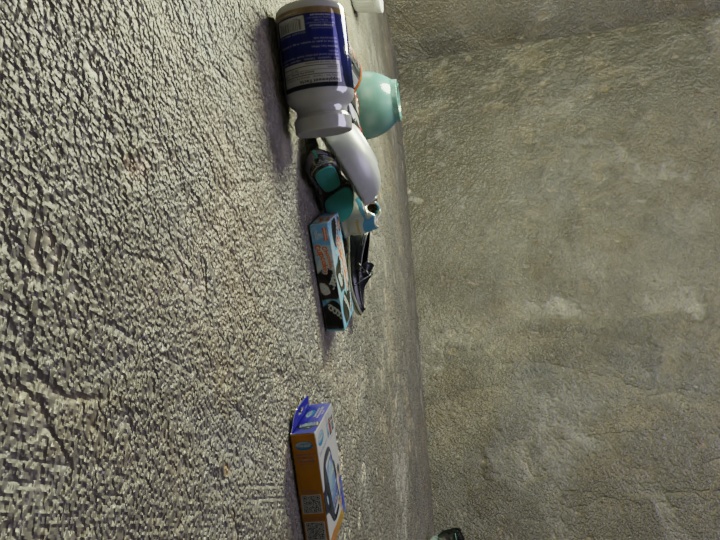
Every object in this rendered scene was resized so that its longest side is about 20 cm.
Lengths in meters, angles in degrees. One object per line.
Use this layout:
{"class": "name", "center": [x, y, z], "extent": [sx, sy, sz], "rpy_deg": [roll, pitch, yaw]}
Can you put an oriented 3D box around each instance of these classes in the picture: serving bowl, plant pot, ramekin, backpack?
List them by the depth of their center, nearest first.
{"class": "serving bowl", "center": [-0.017, -0.223, 1.180], "extent": [0.200, 0.066, 0.200], "rpy_deg": [57, 2, -3]}
{"class": "plant pot", "center": [0.048, -0.482, 1.801], "extent": [0.200, 0.134, 0.201], "rpy_deg": [-6, 90, -80]}
{"class": "ramekin", "center": [0.014, -0.937, 2.032], "extent": [0.202, 0.094, 0.203], "rpy_deg": [-7, 90, -81]}
{"class": "backpack", "center": [0.357, 1.163, 2.523], "extent": [0.176, 0.153, 0.200], "rpy_deg": [48, 27, -71]}

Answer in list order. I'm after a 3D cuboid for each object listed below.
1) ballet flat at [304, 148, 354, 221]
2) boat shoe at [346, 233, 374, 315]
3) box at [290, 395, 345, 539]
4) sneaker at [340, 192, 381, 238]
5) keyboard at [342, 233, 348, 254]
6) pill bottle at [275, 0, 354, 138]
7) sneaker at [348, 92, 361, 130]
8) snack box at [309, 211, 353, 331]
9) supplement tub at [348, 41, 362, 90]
{"class": "ballet flat", "center": [-0.057, -0.164, 1.165], "extent": [0.200, 0.072, 0.072], "rpy_deg": [67, 19, -65]}
{"class": "boat shoe", "center": [0.000, 0.000, 1.403], "extent": [0.075, 0.062, 0.200], "rpy_deg": [54, 32, -75]}
{"class": "box", "center": [-0.060, 0.286, 0.904], "extent": [0.119, 0.041, 0.200], "rpy_deg": [-46, 131, -78]}
{"class": "sneaker", "center": [0.003, -0.142, 1.336], "extent": [0.200, 0.081, 0.077], "rpy_deg": [-87, 164, -49]}
{"class": "keyboard", "center": [-0.051, -0.129, 1.312], "extent": [0.127, 0.021, 0.200], "rpy_deg": [-63, 146, -72]}
{"class": "pill bottle", "center": [-0.071, -0.324, 1.017], "extent": [0.116, 0.116, 0.200], "rpy_deg": [-36, 120, -80]}
{"class": "sneaker", "center": [-0.036, -0.329, 1.373], "extent": [0.098, 0.071, 0.201], "rpy_deg": [-89, 170, -51]}
{"class": "snack box", "center": [-0.051, 0.000, 1.158], "extent": [0.116, 0.037, 0.200], "rpy_deg": [-65, 148, -73]}
{"class": "supplement tub", "center": [-0.056, -0.387, 1.189], "extent": [0.200, 0.107, 0.107], "rpy_deg": [-19, 102, -81]}
